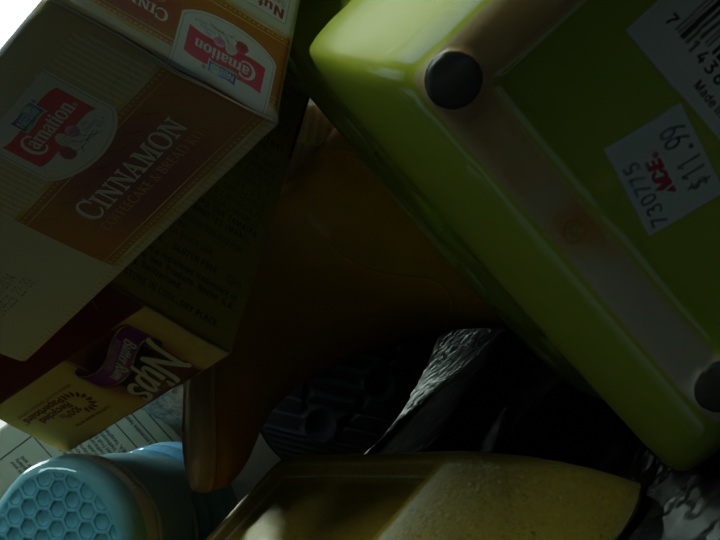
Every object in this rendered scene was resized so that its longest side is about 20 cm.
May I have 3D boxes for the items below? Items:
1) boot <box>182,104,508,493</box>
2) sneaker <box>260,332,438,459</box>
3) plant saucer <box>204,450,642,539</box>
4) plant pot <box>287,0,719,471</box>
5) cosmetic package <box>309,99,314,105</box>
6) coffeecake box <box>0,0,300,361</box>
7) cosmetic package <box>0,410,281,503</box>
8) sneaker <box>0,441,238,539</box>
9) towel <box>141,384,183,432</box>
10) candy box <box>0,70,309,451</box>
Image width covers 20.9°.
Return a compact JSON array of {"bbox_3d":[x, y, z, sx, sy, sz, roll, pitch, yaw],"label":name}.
[{"bbox_3d":[0.009,0.008,0.739,0.201,0.144,0.071,-86,8,-45],"label":"boot"},{"bbox_3d":[0.000,0.000,0.852,0.200,0.070,0.082,-69,12,-22],"label":"sneaker"},{"bbox_3d":[-0.030,0.124,0.622,0.200,0.048,0.200,-47,13,-21],"label":"plant saucer"},{"bbox_3d":[0.094,-0.072,0.595,0.199,0.200,0.182,-40,18,5],"label":"plant pot"},{"bbox_3d":[-0.009,-0.093,1.020,0.200,0.073,0.104,-22,-19,-21],"label":"cosmetic package"},{"bbox_3d":[-0.079,-0.097,0.604,0.153,0.073,0.200,-38,33,44],"label":"coffeecake box"},{"bbox_3d":[-0.141,0.109,0.889,0.200,0.105,0.071,-34,13,23],"label":"cosmetic package"},{"bbox_3d":[-0.111,0.150,0.754,0.200,0.080,0.131,-55,-17,19],"label":"sneaker"},{"bbox_3d":[-0.094,-0.018,0.852,0.034,0.132,0.200,-60,4,37],"label":"towel"},{"bbox_3d":[-0.072,-0.046,0.699,0.117,0.056,0.200,-32,34,47],"label":"candy box"}]
